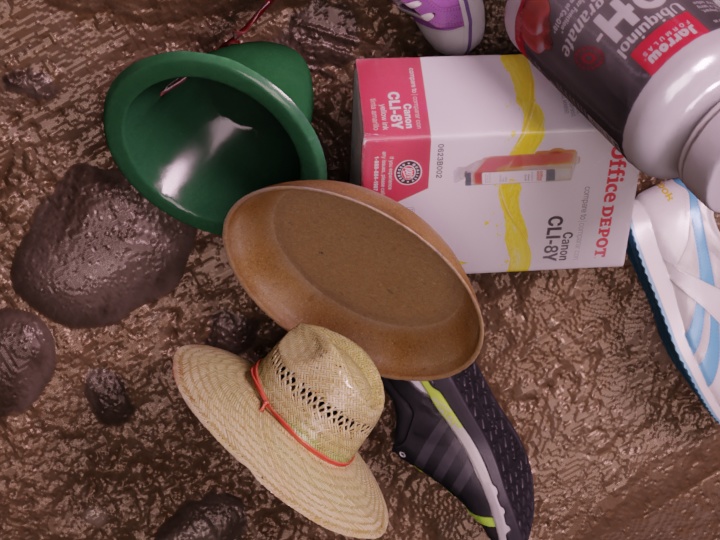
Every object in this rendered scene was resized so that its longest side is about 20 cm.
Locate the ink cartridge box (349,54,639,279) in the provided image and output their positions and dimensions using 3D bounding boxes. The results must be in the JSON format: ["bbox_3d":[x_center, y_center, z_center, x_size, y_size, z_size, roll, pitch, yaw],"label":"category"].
[{"bbox_3d":[0.094,-0.074,1.309,0.197,0.084,0.146,-3,138,-4],"label":"ink cartridge box"}]

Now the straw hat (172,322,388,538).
[{"bbox_3d":[-0.031,0.089,1.313,0.200,0.201,0.085,35,106,-13],"label":"straw hat"}]

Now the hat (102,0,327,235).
[{"bbox_3d":[-0.069,-0.146,1.341,0.199,0.177,0.166,-17,125,38],"label":"hat"}]

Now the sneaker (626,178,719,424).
[{"bbox_3d":[0.261,0.027,1.386,0.080,0.077,0.202,-23,108,0],"label":"sneaker"}]

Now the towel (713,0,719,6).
[{"bbox_3d":[0.325,-0.206,1.243,0.201,0.191,0.035,-63,141,-26],"label":"towel"}]

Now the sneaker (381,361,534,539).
[{"bbox_3d":[0.067,0.130,1.415,0.082,0.072,0.202,-18,107,26],"label":"sneaker"}]

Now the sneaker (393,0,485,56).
[{"bbox_3d":[0.007,-0.210,1.270,0.114,0.072,0.201,-42,125,-18],"label":"sneaker"}]

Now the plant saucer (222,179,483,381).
[{"bbox_3d":[0.000,0.000,1.285,0.200,0.200,0.036,38,57,-13],"label":"plant saucer"}]

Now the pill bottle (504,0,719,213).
[{"bbox_3d":[0.191,-0.131,1.194,0.110,0.200,0.111,-27,145,-20],"label":"pill bottle"}]
